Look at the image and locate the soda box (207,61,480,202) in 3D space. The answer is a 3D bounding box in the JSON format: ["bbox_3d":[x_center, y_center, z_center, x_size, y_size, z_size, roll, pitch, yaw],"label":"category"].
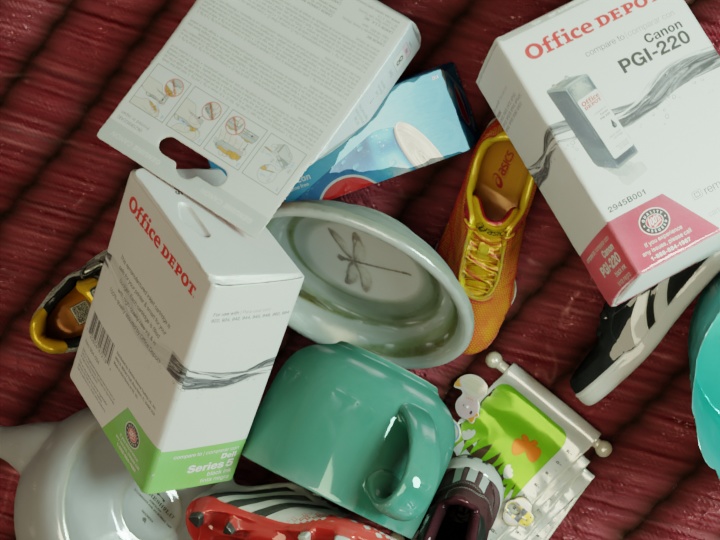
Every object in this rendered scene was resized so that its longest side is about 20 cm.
[{"bbox_3d":[-0.012,-0.096,1.286,0.199,0.064,0.068,-19,98,16],"label":"soda box"}]

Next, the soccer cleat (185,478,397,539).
[{"bbox_3d":[-0.039,0.202,1.277,0.199,0.085,0.069,9,118,20],"label":"soccer cleat"}]

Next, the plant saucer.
[{"bbox_3d":[0.000,0.000,1.277,0.200,0.050,0.200,19,150,12],"label":"plant saucer"}]

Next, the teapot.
[{"bbox_3d":[-0.203,0.206,1.352,0.146,0.197,0.201,-23,72,51],"label":"teapot"}]

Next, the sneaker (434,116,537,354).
[{"bbox_3d":[0.092,-0.025,1.273,0.073,0.077,0.201,12,111,8],"label":"sneaker"}]

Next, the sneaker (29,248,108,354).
[{"bbox_3d":[-0.184,0.011,1.335,0.200,0.082,0.078,-36,92,15],"label":"sneaker"}]

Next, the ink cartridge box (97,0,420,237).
[{"bbox_3d":[-0.075,-0.137,1.238,0.162,0.057,0.200,32,85,20],"label":"ink cartridge box"}]

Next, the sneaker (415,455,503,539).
[{"bbox_3d":[0.056,0.252,1.303,0.075,0.116,0.201,13,103,9],"label":"sneaker"}]

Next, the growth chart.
[{"bbox_3d":[0.109,0.177,1.347,0.144,0.018,0.200,30,106,4],"label":"growth chart"}]

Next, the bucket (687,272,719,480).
[{"bbox_3d":[0.334,0.072,1.208,0.206,0.135,0.208,2,106,6],"label":"bucket"}]

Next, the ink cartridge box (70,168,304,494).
[{"bbox_3d":[-0.135,0.043,1.241,0.146,0.084,0.200,50,131,39],"label":"ink cartridge box"}]

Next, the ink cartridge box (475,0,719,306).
[{"bbox_3d":[0.196,-0.100,1.182,0.145,0.085,0.200,-27,76,-13],"label":"ink cartridge box"}]

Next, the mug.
[{"bbox_3d":[0.010,0.129,1.276,0.185,0.152,0.115,22,82,31],"label":"mug"}]

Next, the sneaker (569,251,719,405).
[{"bbox_3d":[0.202,-0.003,1.265,0.112,0.073,0.200,40,99,4],"label":"sneaker"}]
